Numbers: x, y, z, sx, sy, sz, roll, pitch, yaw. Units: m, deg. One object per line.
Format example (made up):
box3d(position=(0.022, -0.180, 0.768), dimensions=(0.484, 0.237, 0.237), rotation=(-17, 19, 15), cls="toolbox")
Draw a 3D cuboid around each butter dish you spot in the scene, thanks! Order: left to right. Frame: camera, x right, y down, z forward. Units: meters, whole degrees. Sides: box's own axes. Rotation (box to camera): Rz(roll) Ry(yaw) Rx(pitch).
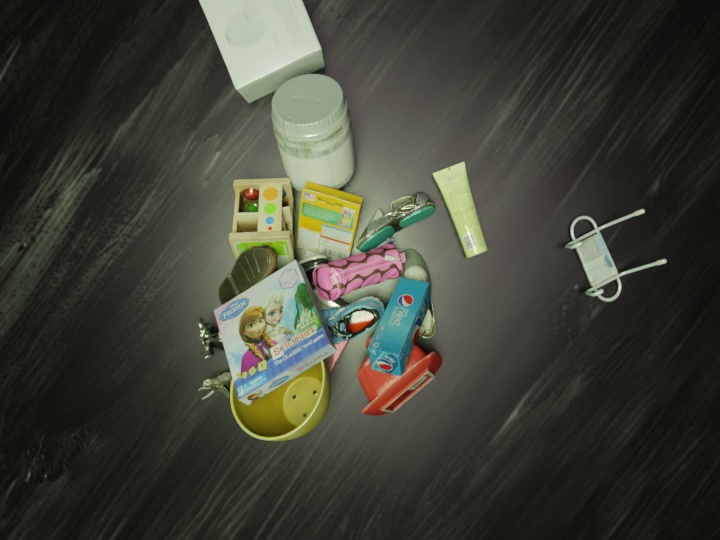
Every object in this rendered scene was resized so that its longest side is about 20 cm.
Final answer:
box3d(position=(0.065, 0.204, 1.194), dimensions=(0.198, 0.200, 0.149), rotation=(-39, 69, 2), cls="butter dish")

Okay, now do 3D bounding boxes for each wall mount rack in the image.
box3d(position=(0.554, -0.037, 1.211), dimensions=(0.170, 0.075, 0.204), rotation=(-26, 93, 2), cls="wall mount rack")

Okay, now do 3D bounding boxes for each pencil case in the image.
box3d(position=(0.000, 0.000, 1.167), dimensions=(0.196, 0.093, 0.094), rotation=(-20, 101, -33), cls="pencil case")

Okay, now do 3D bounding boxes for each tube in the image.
box3d(position=(0.229, -0.133, 1.227), dimensions=(0.057, 0.051, 0.206), rotation=(-19, 89, -40), cls="tube")

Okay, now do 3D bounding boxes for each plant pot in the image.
box3d(position=(-0.134, 0.240, 1.074), dimensions=(0.194, 0.143, 0.206), rotation=(-10, 60, 17), cls="plant pot")

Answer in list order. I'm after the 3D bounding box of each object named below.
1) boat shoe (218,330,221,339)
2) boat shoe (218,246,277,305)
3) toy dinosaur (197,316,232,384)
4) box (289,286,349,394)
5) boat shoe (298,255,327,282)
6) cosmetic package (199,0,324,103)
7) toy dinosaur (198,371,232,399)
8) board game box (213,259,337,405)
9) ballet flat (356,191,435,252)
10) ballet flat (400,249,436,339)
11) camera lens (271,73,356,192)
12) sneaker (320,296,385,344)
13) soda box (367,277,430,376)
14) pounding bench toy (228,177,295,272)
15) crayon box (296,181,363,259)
box3d(position=(-0.201, 0.088, 1.139), dimensions=(0.197, 0.063, 0.074), rotation=(-35, 91, 1), cls="boat shoe")
box3d(position=(-0.223, 0.008, 1.143), dimensions=(0.198, 0.067, 0.074), rotation=(-34, 74, 40), cls="boat shoe")
box3d(position=(-0.279, 0.140, 1.203), dimensions=(0.131, 0.204, 0.104), rotation=(-3, 137, -5), cls="toy dinosaur")
box3d(position=(-0.096, 0.153, 1.211), dimensions=(0.126, 0.109, 0.204), rotation=(30, 93, -1), cls="box")
box3d(position=(-0.143, 0.038, 1.196), dimensions=(0.196, 0.074, 0.068), rotation=(-29, 66, 19), cls="boat shoe")
box3d(position=(-0.202, -0.503, 1.171), dimensions=(0.195, 0.123, 0.204), rotation=(-23, 92, 3), cls="cosmetic package")
box3d(position=(-0.253, 0.264, 1.247), dimensions=(0.196, 0.077, 0.104), rotation=(28, 110, -12), cls="toy dinosaur")
box3d(position=(-0.166, 0.112, 1.044), dimensions=(0.197, 0.041, 0.202), rotation=(-31, 57, 4), cls="board game box")
box3d(position=(0.069, -0.114, 1.225), dimensions=(0.196, 0.072, 0.073), rotation=(-29, 92, 2), cls="ballet flat")
box3d(position=(0.133, 0.053, 1.226), dimensions=(0.065, 0.064, 0.207), rotation=(-12, 93, -4), cls="ballet flat")
box3d(position=(-0.093, -0.270, 1.130), dimensions=(0.154, 0.202, 0.164), rotation=(-3, 55, 4), cls="camera lens")
box3d(position=(-0.044, 0.108, 1.108), dimensions=(0.195, 0.090, 0.080), rotation=(-24, 93, 3), cls="sneaker")
box3d(position=(0.082, 0.109, 1.113), dimensions=(0.066, 0.202, 0.065), rotation=(9, 136, 21), cls="soda box")
box3d(position=(-0.202, -0.086, 1.200), dimensions=(0.120, 0.202, 0.160), rotation=(-2, 61, -2), cls="pounding bench toy")
box3d(position=(-0.065, -0.108, 1.158), dimensions=(0.122, 0.202, 0.053), rotation=(16, 57, 0), cls="crayon box")
